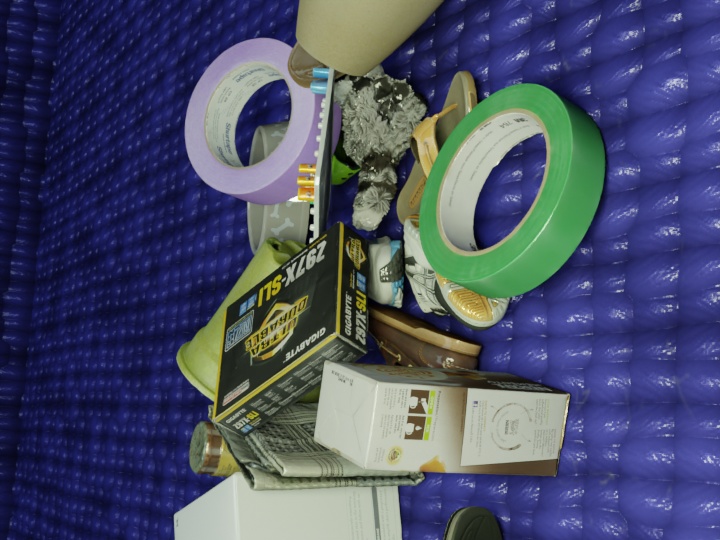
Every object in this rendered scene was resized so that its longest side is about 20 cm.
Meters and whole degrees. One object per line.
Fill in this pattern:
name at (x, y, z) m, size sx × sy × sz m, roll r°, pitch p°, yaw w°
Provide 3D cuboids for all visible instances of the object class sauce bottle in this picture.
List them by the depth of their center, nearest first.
sauce bottle at (-0.097, 0.213, 1.499) m, size 0.065 × 0.199 × 0.065 m, roll -29°, pitch 57°, yaw 60°

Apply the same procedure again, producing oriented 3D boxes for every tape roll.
tape roll at (0.139, -0.075, 1.205) m, size 0.200 × 0.048 × 0.201 m, roll -33°, pitch 45°, yaw 40°
tape roll at (-0.124, -0.186, 1.615) m, size 0.200 × 0.066 × 0.201 m, roll -8°, pitch 75°, yaw 31°

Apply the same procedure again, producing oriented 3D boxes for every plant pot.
plant pot at (0.013, -0.321, 1.399) m, size 0.200 × 0.187 × 0.188 m, roll -58°, pitch 34°, yaw 27°
plant pot at (-0.097, 0.068, 1.580) m, size 0.185 × 0.200 × 0.200 m, roll -62°, pitch 31°, yaw 15°

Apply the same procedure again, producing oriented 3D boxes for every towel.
towel at (-0.055, 0.185, 1.419) m, size 0.193 × 0.199 × 0.035 m, roll -137°, pitch 52°, yaw -60°

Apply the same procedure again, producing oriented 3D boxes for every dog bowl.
dog bowl at (-0.113, -0.106, 1.727) m, size 0.200 × 0.058 × 0.201 m, roll -178°, pitch 90°, yaw -77°

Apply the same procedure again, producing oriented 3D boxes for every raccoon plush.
raccoon plush at (-0.004, -0.153, 1.501) m, size 0.201 × 0.097 × 0.134 m, roll -67°, pitch 20°, yaw -3°

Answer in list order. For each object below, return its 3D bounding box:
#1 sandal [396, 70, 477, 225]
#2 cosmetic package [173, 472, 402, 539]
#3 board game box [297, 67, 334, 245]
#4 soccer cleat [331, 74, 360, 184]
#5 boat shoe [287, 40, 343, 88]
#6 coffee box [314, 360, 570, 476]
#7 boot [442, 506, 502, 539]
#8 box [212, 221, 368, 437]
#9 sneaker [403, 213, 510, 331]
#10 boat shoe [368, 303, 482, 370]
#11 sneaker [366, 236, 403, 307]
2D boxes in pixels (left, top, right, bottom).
sandal at (0.075, -0.127, 1.400) m, size 0.080 × 0.054 × 0.200 m, roll -108°, pitch 35°, yaw -43°
cosmetic package at (-0.085, 0.312, 1.449) m, size 0.199 × 0.199 × 0.123 m, roll -41°, pitch 48°, yaw 55°
board game box at (-0.051, -0.097, 1.459) m, size 0.200 × 0.026 × 0.200 m, roll 93°, pitch -179°, yaw -47°
soccer cleat at (-0.027, -0.210, 1.634) m, size 0.081 × 0.067 × 0.201 m, roll -16°, pitch 76°, yaw 52°
boat shoe at (-0.001, -0.289, 1.520) m, size 0.200 × 0.065 × 0.072 m, roll -42°, pitch 84°, yaw 17°
coffee box at (0.074, 0.134, 1.169) m, size 0.114 × 0.199 × 0.080 m, roll 16°, pitch 99°, yaw 64°
boot at (0.069, 0.324, 1.266) m, size 0.154 × 0.073 × 0.204 m, roll 2°, pitch 89°, yaw 59°
box at (-0.073, 0.063, 1.364) m, size 0.200 × 0.049 × 0.160 m, roll -36°, pitch 34°, yaw 33°
sneaker at (0.098, 0.018, 1.316) m, size 0.200 × 0.075 × 0.088 m, roll -118°, pitch 29°, yaw -57°
boat shoe at (0.055, 0.086, 1.368) m, size 0.200 × 0.070 × 0.071 m, roll 26°, pitch 103°, yaw 63°
sneaker at (0.000, 0.000, 1.429) m, size 0.200 × 0.086 × 0.075 m, roll -157°, pitch 69°, yaw -82°
